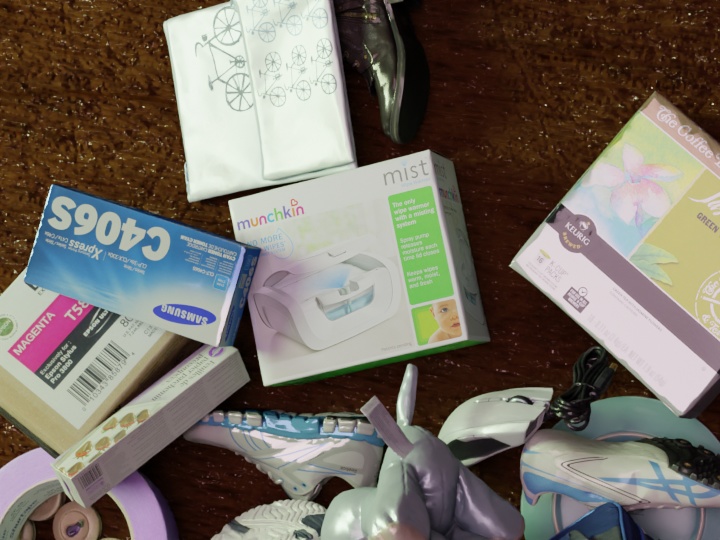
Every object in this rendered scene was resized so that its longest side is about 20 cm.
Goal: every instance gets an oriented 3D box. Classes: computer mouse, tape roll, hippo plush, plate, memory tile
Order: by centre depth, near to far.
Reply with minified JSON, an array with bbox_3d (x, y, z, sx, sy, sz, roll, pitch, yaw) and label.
[{"bbox_3d":[0.022,0.226,1.540,0.200,0.159,0.161,52,127,1],"label":"hippo plush"},{"bbox_3d":[0.131,0.125,1.568,0.199,0.110,0.044,-27,105,38],"label":"computer mouse"},{"bbox_3d":[0.238,0.212,1.590,0.198,0.026,0.202,-1,84,15],"label":"plate"},{"bbox_3d":[-0.272,0.267,1.686,0.198,0.066,0.202,-2,75,6],"label":"tape roll"},{"bbox_3d":[-0.289,0.305,1.735,0.200,0.017,0.154,42,97,15],"label":"memory tile"}]

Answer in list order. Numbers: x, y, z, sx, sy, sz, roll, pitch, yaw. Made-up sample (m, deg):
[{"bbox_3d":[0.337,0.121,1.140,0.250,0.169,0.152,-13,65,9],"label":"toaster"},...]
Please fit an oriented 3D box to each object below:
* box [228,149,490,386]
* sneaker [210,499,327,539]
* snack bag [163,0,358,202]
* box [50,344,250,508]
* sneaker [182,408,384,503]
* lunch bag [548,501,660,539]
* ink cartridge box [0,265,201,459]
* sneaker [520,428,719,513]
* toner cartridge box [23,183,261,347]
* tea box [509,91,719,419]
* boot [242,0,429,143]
[{"bbox_3d":[0.000,0.000,1.640,0.198,0.097,0.178,-12,84,15],"label":"box"},{"bbox_3d":[-0.097,0.304,1.646,0.199,0.130,0.079,-36,39,-12],"label":"sneaker"},{"bbox_3d":[-0.100,-0.172,1.684,0.199,0.021,0.190,-9,90,31],"label":"snack bag"},{"bbox_3d":[-0.189,0.137,1.626,0.200,0.042,0.039,-39,38,-24],"label":"box"},{"bbox_3d":[-0.073,0.172,1.659,0.198,0.075,0.088,4,92,16],"label":"sneaker"},{"bbox_3d":[0.188,0.293,1.506,0.200,0.136,0.132,-40,108,19],"label":"lunch bag"},{"bbox_3d":[-0.260,0.066,1.682,0.164,0.075,0.200,35,74,16],"label":"ink cartridge box"},{"bbox_3d":[0.237,0.183,1.551,0.198,0.072,0.073,7,109,14],"label":"sneaker"},{"bbox_3d":[-0.198,-0.005,1.623,0.198,0.043,0.096,17,93,14],"label":"toner cartridge box"},{"bbox_3d":[0.272,-0.010,1.543,0.200,0.134,0.197,41,96,15],"label":"tea box"},{"bbox_3d":[-0.029,-0.209,1.688,0.173,0.069,0.202,-7,80,21],"label":"boot"}]
